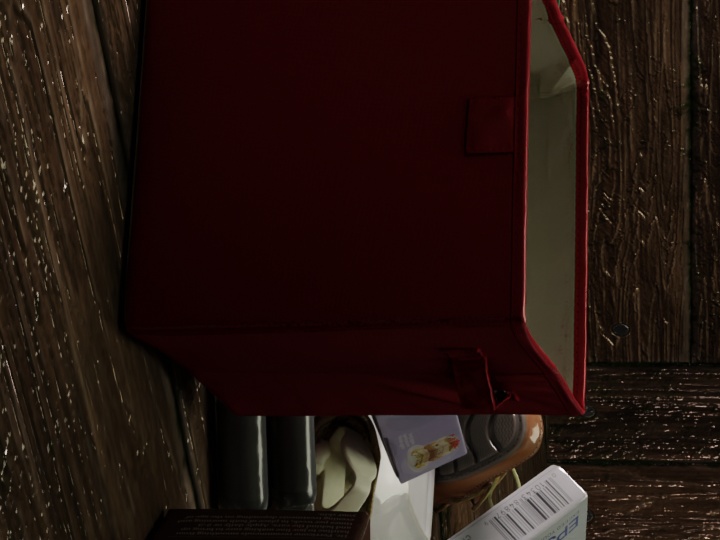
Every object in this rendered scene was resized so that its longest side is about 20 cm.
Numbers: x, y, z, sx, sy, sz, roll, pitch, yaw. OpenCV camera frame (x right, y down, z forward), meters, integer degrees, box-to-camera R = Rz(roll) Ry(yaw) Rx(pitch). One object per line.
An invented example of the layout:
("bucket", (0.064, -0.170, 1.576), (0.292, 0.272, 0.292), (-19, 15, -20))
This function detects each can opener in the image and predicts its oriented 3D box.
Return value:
("can opener", (-0.055, 0.104, 1.184), (0.067, 0.053, 0.201), (-162, -112, -65))

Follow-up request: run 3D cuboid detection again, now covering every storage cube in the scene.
("storage cube", (0.005, -0.033, 1.042), (0.171, 0.179, 0.201), (48, 43, -69))

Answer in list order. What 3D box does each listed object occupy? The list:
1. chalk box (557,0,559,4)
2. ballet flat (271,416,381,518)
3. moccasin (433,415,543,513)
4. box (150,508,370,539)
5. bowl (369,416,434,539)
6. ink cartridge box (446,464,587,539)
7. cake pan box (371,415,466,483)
("chalk box", (0.099, -0.313, 1.817), (0.124, 0.124, 0.200), (-97, -174, -52))
("ballet flat", (-0.020, 0.150, 1.283), (0.065, 0.070, 0.200), (-47, -152, 33))
("moccasin", (0.071, 0.134, 1.581), (0.201, 0.078, 0.074), (-40, -137, 52))
("box", (-0.054, 0.169, 0.960), (0.200, 0.100, 0.075), (-58, 147, -74))
("bowl", (0.006, 0.106, 1.479), (0.200, 0.074, 0.201), (68, 25, -67))
("ink cartridge box", (0.074, 0.253, 1.575), (0.041, 0.199, 0.200), (44, -24, 31))
("cake pan box", (0.000, 0.000, 1.290), (0.200, 0.052, 0.185), (72, -5, -60))
